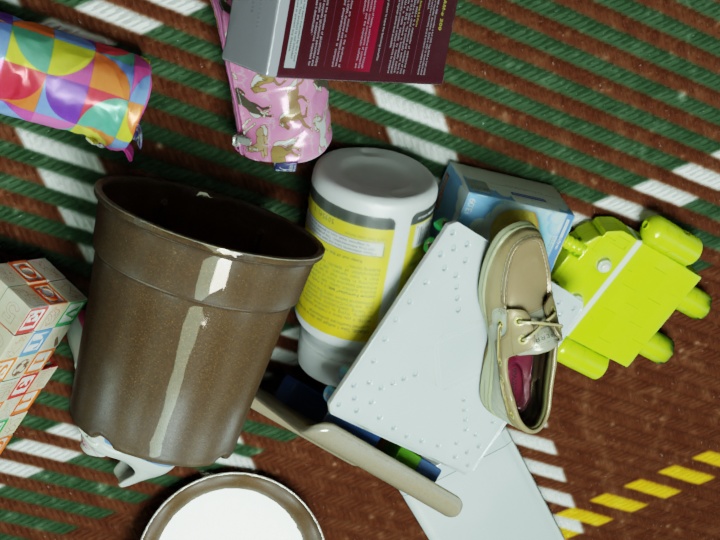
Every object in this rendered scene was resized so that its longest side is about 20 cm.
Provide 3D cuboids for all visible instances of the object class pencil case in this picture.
[{"bbox_3d":[-0.265,-0.156,1.106,0.199,0.089,0.089,18,115,-20],"label":"pencil case"},{"bbox_3d":[-0.076,-0.186,1.134,0.082,0.087,0.201,8,125,23],"label":"pencil case"}]

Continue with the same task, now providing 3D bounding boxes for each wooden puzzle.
[{"bbox_3d":[-0.011,0.158,1.302,0.185,0.200,0.047,33,81,-28],"label":"wooden puzzle"}]

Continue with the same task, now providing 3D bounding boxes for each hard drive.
[{"bbox_3d":[0.133,0.263,1.480,0.131,0.027,0.201,-27,123,4],"label":"hard drive"}]

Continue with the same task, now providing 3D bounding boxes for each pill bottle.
[{"bbox_3d":[0.000,0.000,1.241,0.113,0.115,0.202,2,119,-14],"label":"pill bottle"}]

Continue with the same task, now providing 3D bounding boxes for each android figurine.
[{"bbox_3d":[0.255,0.022,1.356,0.199,0.041,0.182,28,111,-29],"label":"android figurine"}]

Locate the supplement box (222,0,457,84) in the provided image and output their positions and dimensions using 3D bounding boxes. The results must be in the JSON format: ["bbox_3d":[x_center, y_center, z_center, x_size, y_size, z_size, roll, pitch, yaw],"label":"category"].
[{"bbox_3d":[-0.009,-0.210,1.086,0.199,0.061,0.110,-4,112,-44],"label":"supplement box"}]

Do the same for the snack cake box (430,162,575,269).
[{"bbox_3d":[0.108,0.008,1.298,0.114,0.067,0.201,10,117,-21],"label":"snack cake box"}]

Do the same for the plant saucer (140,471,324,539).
[{"bbox_3d":[-0.132,0.306,1.396,0.198,0.032,0.202,0,88,-11],"label":"plant saucer"}]

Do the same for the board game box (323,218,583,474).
[{"bbox_3d":[0.086,0.072,1.242,0.199,0.026,0.201,29,98,-38],"label":"board game box"}]

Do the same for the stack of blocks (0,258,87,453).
[{"bbox_3d":[-0.327,0.086,1.209,0.058,0.115,0.201,40,108,13],"label":"stack of blocks"}]

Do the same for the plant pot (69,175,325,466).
[{"bbox_3d":[-0.154,0.046,1.157,0.199,0.200,0.200,14,103,-20],"label":"plant pot"}]

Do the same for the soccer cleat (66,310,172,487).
[{"bbox_3d":[-0.240,0.129,1.285,0.086,0.070,0.201,-27,123,-1],"label":"soccer cleat"}]

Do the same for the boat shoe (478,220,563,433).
[{"bbox_3d":[0.149,0.054,1.211,0.073,0.066,0.202,-18,123,-23],"label":"boat shoe"}]
